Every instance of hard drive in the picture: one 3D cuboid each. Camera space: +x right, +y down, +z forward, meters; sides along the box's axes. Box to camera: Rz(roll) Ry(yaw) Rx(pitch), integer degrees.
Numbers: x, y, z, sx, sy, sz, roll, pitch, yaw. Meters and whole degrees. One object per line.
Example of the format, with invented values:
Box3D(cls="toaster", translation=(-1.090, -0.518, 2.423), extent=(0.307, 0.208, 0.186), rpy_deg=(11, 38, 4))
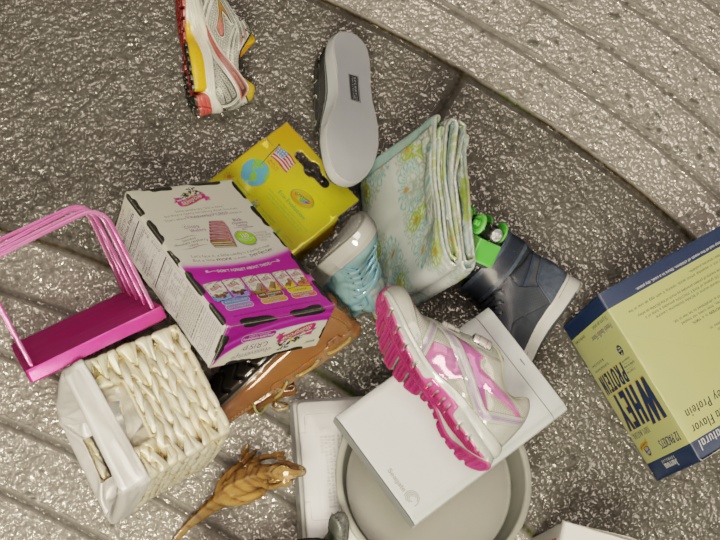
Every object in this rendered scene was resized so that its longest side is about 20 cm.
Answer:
Box3D(cls="hard drive", translation=(0.091, 0.145, 1.368), extent=(0.200, 0.027, 0.132), rpy_deg=(-34, 79, -17))

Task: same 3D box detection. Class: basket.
Box3D(cls="basket", translation=(-0.215, 0.152, 1.345), extent=(0.123, 0.200, 0.136), rpy_deg=(-25, 79, -20))

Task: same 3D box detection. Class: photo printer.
Box3D(cls="photo printer", translation=(0.030, 0.212, 1.427), extent=(0.199, 0.069, 0.167), rpy_deg=(-3, 72, -10))

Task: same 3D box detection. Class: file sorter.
Box3D(cls="file sorter", translation=(-0.297, 0.012, 1.354), extent=(0.139, 0.200, 0.126), rpy_deg=(-27, 102, -15))

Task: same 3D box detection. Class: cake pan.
Box3D(cls="cake pan", translation=(0.071, 0.211, 1.376), extent=(0.199, 0.037, 0.201), rpy_deg=(3, 71, -8))

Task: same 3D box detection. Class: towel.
Box3D(cls="towel", translation=(0.056, -0.054, 1.446), extent=(0.048, 0.200, 0.172), rpy_deg=(7, 70, -24))

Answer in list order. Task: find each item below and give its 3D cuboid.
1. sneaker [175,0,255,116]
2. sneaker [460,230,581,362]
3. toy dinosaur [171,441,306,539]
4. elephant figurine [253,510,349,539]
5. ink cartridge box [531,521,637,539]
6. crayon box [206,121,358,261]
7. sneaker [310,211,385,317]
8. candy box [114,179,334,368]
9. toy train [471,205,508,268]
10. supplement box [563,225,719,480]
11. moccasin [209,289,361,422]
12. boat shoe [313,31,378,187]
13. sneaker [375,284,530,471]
Box3D(cls="sneaker", translation=(-0.165, -0.274, 1.550), extent=(0.082, 0.078, 0.201), rpy_deg=(-7, 84, -14))
Box3D(cls="sneaker", translation=(0.133, 0.045, 1.482), extent=(0.146, 0.077, 0.203), rpy_deg=(39, 62, -7))
Box3D(cls="toy dinosaur", translation=(-0.131, 0.224, 1.394), extent=(0.061, 0.200, 0.106), rpy_deg=(54, 30, 4))
Box3D(cls="elephant figurine", translation=(-0.117, 0.321, 1.335), extent=(0.199, 0.142, 0.155), rpy_deg=(7, 45, 19))
Box3D(cls="ink cartridge box", translation=(0.203, 0.363, 1.367), extent=(0.083, 0.147, 0.201), rpy_deg=(16, 71, -1))
Box3D(cls="crayon box", translation=(-0.115, -0.053, 1.496), extent=(0.200, 0.051, 0.127), rpy_deg=(-39, 82, -16))
Box3D(cls="sneaker", translation=(0.000, 0.000, 1.421), extent=(0.082, 0.200, 0.074), rpy_deg=(35, 72, -1))
Box3D(cls="candy box", translation=(-0.138, -0.001, 1.356), extent=(0.136, 0.061, 0.200), rpy_deg=(-9, 48, -41))
Box3D(cls="toy train", translation=(0.093, -0.051, 1.467), extent=(0.042, 0.200, 0.057), rpy_deg=(21, 97, -29))
Box3D(cls="supplement box", translation=(0.367, 0.085, 1.481), extent=(0.200, 0.134, 0.200), rpy_deg=(-28, 79, -15))
Box3D(cls="moccasin", translation=(-0.087, 0.106, 1.426), extent=(0.201, 0.074, 0.078), rpy_deg=(-41, 117, 2))
Box3D(cls="boat shoe", translation=(-0.022, -0.173, 1.526), extent=(0.068, 0.057, 0.201), rpy_deg=(18, 56, -28))
Box3D(cls="sneaker", translation=(0.090, 0.093, 1.335), extent=(0.088, 0.081, 0.200), rpy_deg=(-34, 86, -20))
